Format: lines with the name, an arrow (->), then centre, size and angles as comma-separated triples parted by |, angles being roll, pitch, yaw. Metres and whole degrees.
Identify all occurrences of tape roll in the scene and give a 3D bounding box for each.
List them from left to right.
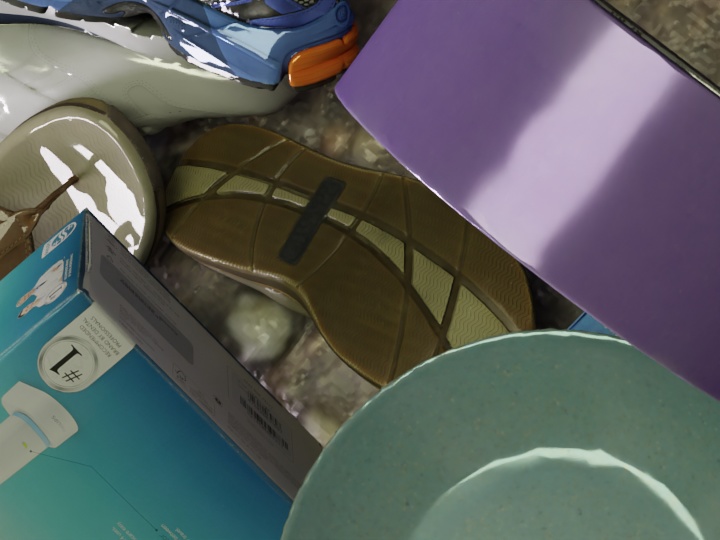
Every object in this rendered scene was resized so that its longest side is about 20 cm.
tape roll -> 0.094, -0.039, 1.036 | 0.200, 0.200, 0.085 | 40, 98, 23

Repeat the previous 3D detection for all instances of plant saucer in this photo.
plant saucer -> 0.068, 0.122, 1.042 | 0.200, 0.039, 0.202 | -4, 69, 9

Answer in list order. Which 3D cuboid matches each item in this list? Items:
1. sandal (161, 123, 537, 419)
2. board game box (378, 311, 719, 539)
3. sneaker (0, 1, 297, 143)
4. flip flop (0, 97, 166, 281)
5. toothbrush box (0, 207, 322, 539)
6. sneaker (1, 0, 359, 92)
sandal -> 0.000, 0.000, 1.152 | 0.200, 0.054, 0.080 | 28, 79, 40
board game box -> 0.078, 0.126, 1.079 | 0.200, 0.037, 0.151 | -44, 68, -5
sneaker -> -0.115, -0.082, 1.211 | 0.199, 0.076, 0.081 | 10, 109, 20
flip flop -> -0.162, 0.001, 1.196 | 0.199, 0.058, 0.081 | -29, 99, 25
toothbrush box -> -0.132, 0.100, 1.137 | 0.200, 0.085, 0.146 | -41, 110, 13
sneaker -> -0.084, -0.139, 1.150 | 0.199, 0.075, 0.079 | 19, 117, 20
